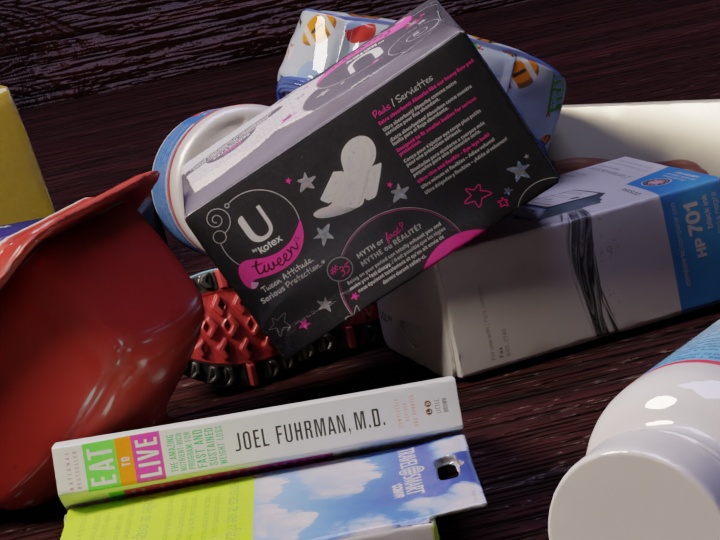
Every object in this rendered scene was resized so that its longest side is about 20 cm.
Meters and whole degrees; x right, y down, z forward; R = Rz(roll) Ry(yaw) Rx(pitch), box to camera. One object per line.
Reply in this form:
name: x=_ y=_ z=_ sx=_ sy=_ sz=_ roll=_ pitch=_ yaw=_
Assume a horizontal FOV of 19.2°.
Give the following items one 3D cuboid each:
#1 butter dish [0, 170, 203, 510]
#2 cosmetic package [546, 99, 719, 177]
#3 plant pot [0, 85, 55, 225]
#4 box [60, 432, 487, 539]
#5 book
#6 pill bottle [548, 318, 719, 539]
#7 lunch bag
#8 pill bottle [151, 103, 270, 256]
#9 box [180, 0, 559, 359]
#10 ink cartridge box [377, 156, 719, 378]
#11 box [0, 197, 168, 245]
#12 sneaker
butter dish: x=-0.160 y=0.063 z=1.220 sx=0.200 sy=0.148 sz=0.199 roll=-51 pitch=-3 yaw=20
cosmetic package: x=0.208 y=-0.073 z=1.526 sx=0.200 sy=0.087 sz=0.103 roll=0 pitch=-4 yaw=32
plant pot: x=-0.372 y=-0.026 z=1.715 sx=0.200 sy=0.196 sz=0.194 roll=-25 pitch=17 yaw=-27
box: x=-0.041 y=0.129 z=0.992 sx=0.200 sy=0.048 sz=0.122 roll=-11 pitch=12 yaw=0
book: x=-0.052 y=0.092 z=1.097 sx=0.200 sy=0.048 sz=0.134 roll=-9 pitch=-8 yaw=-4
pill bottle: x=0.162 y=0.078 z=0.890 sx=0.109 sy=0.109 sz=0.200 roll=-3 pitch=15 yaw=36
lunch bag: x=0.043 y=-0.115 z=1.458 sx=0.200 sy=0.076 sz=0.160 roll=16 pitch=-7 yaw=-1
pill bottle: x=-0.093 y=-0.063 z=1.536 sx=0.112 sy=0.112 sz=0.200 roll=-14 pitch=6 yaw=-11
box: x=0.000 y=-0.062 z=1.308 sx=0.200 sy=0.115 sz=0.132 roll=-33 pitch=17 yaw=4
ink cartridge box: x=0.121 y=-0.005 z=1.379 sx=0.200 sy=0.086 sz=0.146 roll=-14 pitch=12 yaw=-16
box: x=-0.241 y=0.025 z=1.536 sx=0.200 sy=0.105 sz=0.148 roll=-11 pitch=11 yaw=4
sneaker: x=-0.063 y=0.034 z=1.438 sx=0.200 sy=0.079 sz=0.095 roll=-8 pitch=-1 yaw=-27
